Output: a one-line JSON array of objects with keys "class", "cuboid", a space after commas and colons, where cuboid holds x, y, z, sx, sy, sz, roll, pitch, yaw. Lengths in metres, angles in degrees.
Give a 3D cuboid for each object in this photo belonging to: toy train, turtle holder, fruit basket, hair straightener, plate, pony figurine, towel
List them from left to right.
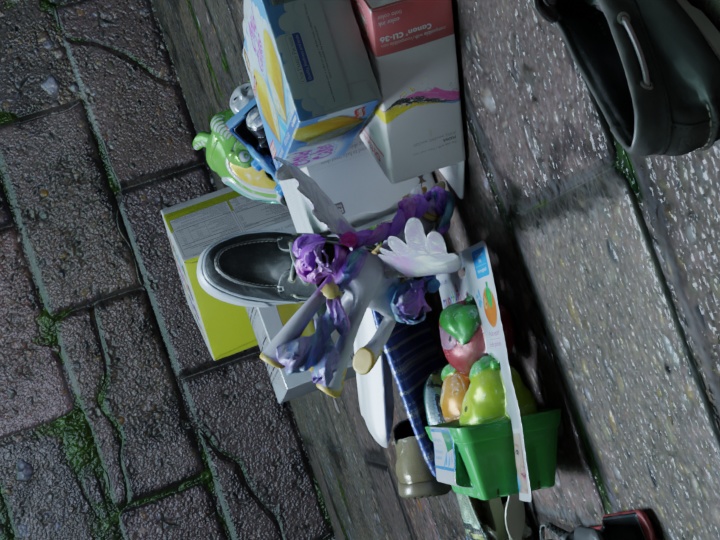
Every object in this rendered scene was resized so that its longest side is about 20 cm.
[{"class": "turtle holder", "cuboid": [-0.116, -0.157, 1.551, 0.132, 0.141, 0.186, 48, 164, 14]}, {"class": "toy train", "cuboid": [-0.076, -0.135, 1.379, 0.114, 0.087, 0.200, 51, -174, 38]}, {"class": "pony figurine", "cuboid": [0.000, 0.000, 1.014, 0.166, 0.201, 0.193, 31, -177, 19]}, {"class": "plate", "cuboid": [0.012, 0.072, 1.340, 0.200, 0.032, 0.201, -68, -26, -83]}, {"class": "towel", "cuboid": [0.059, 0.093, 1.237, 0.201, 0.024, 0.145, 70, -162, 1]}, {"class": "fruit basket", "cuboid": [0.092, 0.086, 1.021, 0.185, 0.093, 0.201, 147, 107, -80]}, {"class": "hair straightener", "cuboid": [0.155, 0.207, 0.934, 0.200, 0.077, 0.041, 136, 113, -79]}]

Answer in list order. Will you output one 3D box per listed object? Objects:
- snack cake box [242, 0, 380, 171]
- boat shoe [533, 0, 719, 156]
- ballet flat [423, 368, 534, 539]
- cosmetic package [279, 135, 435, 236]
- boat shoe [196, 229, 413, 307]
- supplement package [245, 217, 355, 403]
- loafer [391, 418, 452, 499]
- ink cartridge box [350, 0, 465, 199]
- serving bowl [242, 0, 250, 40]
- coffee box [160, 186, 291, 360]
[{"class": "snack cake box", "cuboid": [-0.045, -0.157, 0.995, 0.200, 0.067, 0.116, 138, 114, -80]}, {"class": "boat shoe", "cuboid": [0.114, -0.131, 0.607, 0.067, 0.057, 0.200, 84, 164, -50]}, {"class": "ballet flat", "cuboid": [0.119, 0.185, 1.170, 0.074, 0.074, 0.201, -172, 62, -79]}, {"class": "cosmetic package", "cuboid": [-0.008, -0.081, 1.194, 0.200, 0.112, 0.082, 148, 102, -78]}, {"class": "boat shoe", "cuboid": [-0.047, -0.008, 1.126, 0.071, 0.199, 0.072, 127, 141, -73]}, {"class": "supplement package", "cuboid": [-0.063, 0.044, 1.587, 0.151, 0.151, 0.201, 120, 130, -76]}, {"class": "loafer", "cuboid": [0.071, 0.185, 1.324, 0.200, 0.076, 0.068, -87, -8, -83]}, {"class": "ink cartridge box", "cuboid": [0.028, -0.153, 0.990, 0.117, 0.067, 0.201, -119, 14, -47]}, {"class": "serving bowl", "cuboid": [-0.094, -0.260, 1.455, 0.200, 0.066, 0.201, 162, 90, -80]}, {"class": "coffee box", "cuboid": [-0.197, -0.009, 2.065, 0.198, 0.199, 0.200, -125, 19, -56]}]
